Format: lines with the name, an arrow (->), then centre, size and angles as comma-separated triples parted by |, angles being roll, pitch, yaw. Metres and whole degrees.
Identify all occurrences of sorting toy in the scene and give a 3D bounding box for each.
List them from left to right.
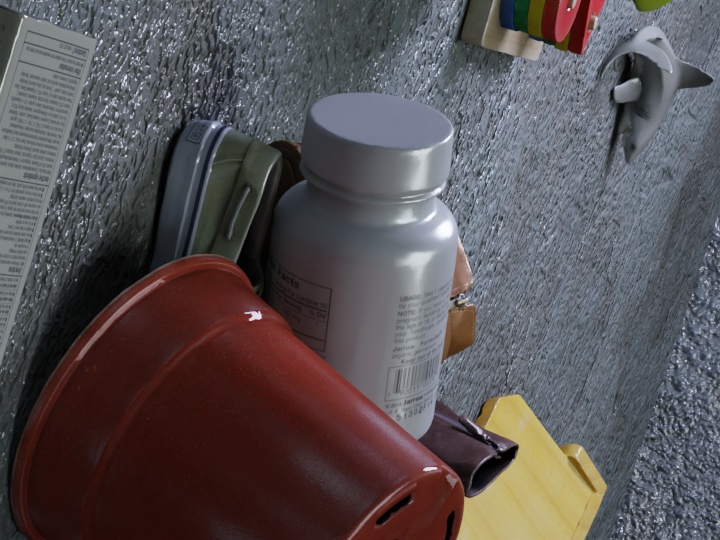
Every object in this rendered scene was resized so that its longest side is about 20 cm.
sorting toy -> 0.162, -0.261, 2.360 | 0.200, 0.070, 0.199 | -3, 110, -74

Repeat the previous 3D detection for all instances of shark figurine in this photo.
shark figurine -> 0.295, -0.195, 2.872 | 0.215, 0.089, 0.128 | 74, 36, -67

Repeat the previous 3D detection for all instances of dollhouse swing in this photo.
dollhouse swing -> 0.110, 0.239, 2.819 | 0.182, 0.176, 0.200 | -24, -149, 50

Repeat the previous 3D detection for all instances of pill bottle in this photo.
pill bottle -> 0.000, 0.000, 1.812 | 0.114, 0.114, 0.200 | -44, 145, -60

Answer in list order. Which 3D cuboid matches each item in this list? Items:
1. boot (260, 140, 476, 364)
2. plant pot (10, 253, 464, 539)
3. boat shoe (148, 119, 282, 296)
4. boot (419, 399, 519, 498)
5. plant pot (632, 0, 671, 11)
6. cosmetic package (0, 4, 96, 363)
boot -> 0.007, -0.007, 1.941 | 0.155, 0.077, 0.200 | -22, 112, -34
plant pot -> -0.060, 0.126, 1.693 | 0.201, 0.195, 0.201 | -40, 150, -29
boat shoe -> -0.091, 0.007, 1.798 | 0.072, 0.062, 0.200 | -49, 152, -55
boot -> 0.036, 0.112, 2.160 | 0.200, 0.166, 0.072 | -31, 137, -67
plant pot -> 0.158, -0.299, 2.097 | 0.199, 0.181, 0.200 | 46, 62, -72
cosmetic package -> -0.196, -0.027, 1.374 | 0.104, 0.073, 0.200 | 13, 95, -75
